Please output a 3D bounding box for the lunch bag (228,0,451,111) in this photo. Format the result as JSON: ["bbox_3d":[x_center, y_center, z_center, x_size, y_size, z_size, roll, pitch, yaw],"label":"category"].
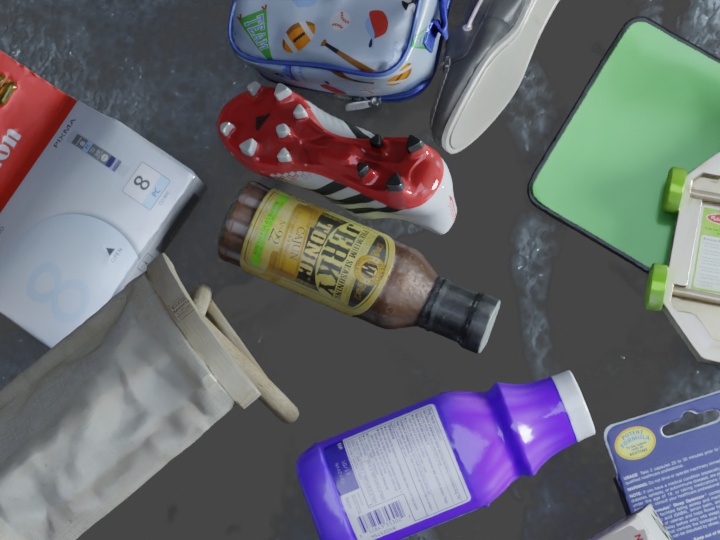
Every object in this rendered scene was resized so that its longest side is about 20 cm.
[{"bbox_3d":[-0.002,-0.216,1.058,0.159,0.076,0.201,10,82,20],"label":"lunch bag"}]

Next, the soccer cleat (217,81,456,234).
[{"bbox_3d":[-0.018,-0.075,1.055,0.199,0.085,0.069,19,70,32],"label":"soccer cleat"}]

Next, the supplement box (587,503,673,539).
[{"bbox_3d":[0.134,0.257,0.960,0.199,0.073,0.127,-34,78,12],"label":"supplement box"}]

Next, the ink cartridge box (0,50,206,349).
[{"bbox_3d":[-0.237,-0.052,1.082,0.199,0.047,0.161,33,86,8],"label":"ink cartridge box"}]

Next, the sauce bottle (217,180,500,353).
[{"bbox_3d":[0.000,0.000,1.040,0.199,0.065,0.065,21,83,9],"label":"sauce bottle"}]

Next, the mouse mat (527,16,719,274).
[{"bbox_3d":[0.238,-0.069,1.054,0.199,0.008,0.161,32,86,11],"label":"mouse mat"}]

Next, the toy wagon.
[{"bbox_3d":[0.283,-0.030,1.020,0.154,0.040,0.201,11,82,7],"label":"toy wagon"}]

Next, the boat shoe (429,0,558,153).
[{"bbox_3d":[0.095,-0.175,1.063,0.057,0.067,0.201,27,79,26],"label":"boat shoe"}]

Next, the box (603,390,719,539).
[{"bbox_3d":[0.248,0.184,0.997,0.120,0.032,0.201,-17,81,3],"label":"box"}]

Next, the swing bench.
[{"bbox_3d":[-0.163,0.101,0.971,0.199,0.200,0.130,-38,79,-1],"label":"swing bench"}]

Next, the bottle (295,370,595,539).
[{"bbox_3d":[0.059,0.126,1.011,0.199,0.065,0.084,-23,80,2],"label":"bottle"}]
